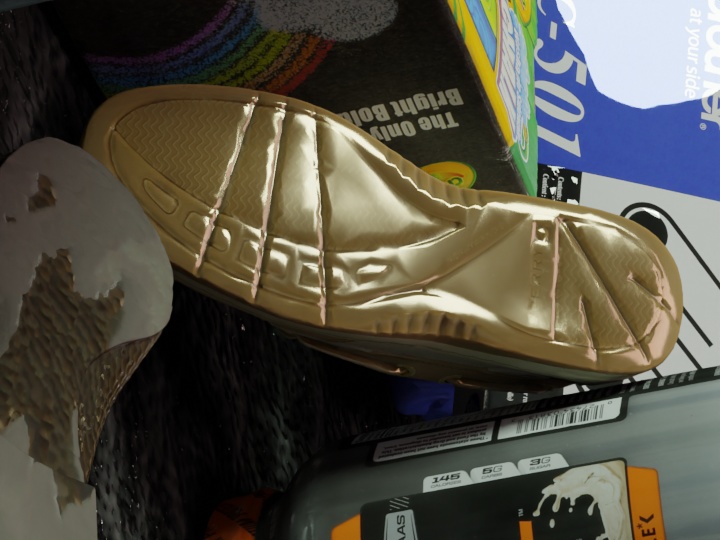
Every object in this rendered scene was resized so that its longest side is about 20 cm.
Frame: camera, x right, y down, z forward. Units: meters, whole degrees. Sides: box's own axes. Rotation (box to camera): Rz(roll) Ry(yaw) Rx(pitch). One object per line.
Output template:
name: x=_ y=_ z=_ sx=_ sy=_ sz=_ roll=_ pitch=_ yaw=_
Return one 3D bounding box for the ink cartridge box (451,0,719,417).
ink cartridge box: x=0.089 y=-0.017 z=0.928 sx=0.044 sy=0.094 sz=0.201 roll=132 pitch=-34 yaw=-66

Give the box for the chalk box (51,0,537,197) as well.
chalk box: x=-0.013 y=-0.086 z=0.856 sx=0.200 sy=0.124 sz=0.124 roll=64 pitch=21 yaw=-46

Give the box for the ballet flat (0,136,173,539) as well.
ballet flat: x=-0.089 y=0.030 z=0.660 sx=0.067 sy=0.046 sz=0.200 roll=36 pitch=27 yaw=-21

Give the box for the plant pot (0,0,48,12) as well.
plant pot: x=-0.038 y=-0.187 z=0.627 sx=0.196 sy=0.199 sz=0.197 roll=-60 pitch=142 yaw=-59

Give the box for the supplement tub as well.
supplement tub: x=0.057 y=0.104 z=0.820 sx=0.123 sy=0.199 sz=0.123 roll=-12 pitch=90 yaw=-75

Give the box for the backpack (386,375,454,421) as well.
backpack: x=0.068 y=-0.042 z=1.049 sx=0.168 sy=0.162 sz=0.201 roll=127 pitch=-40 yaw=-57

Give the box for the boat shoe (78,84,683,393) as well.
boat shoe: x=0.000 y=0.000 z=0.805 sx=0.069 sy=0.199 sz=0.074 roll=138 pitch=-32 yaw=-62
